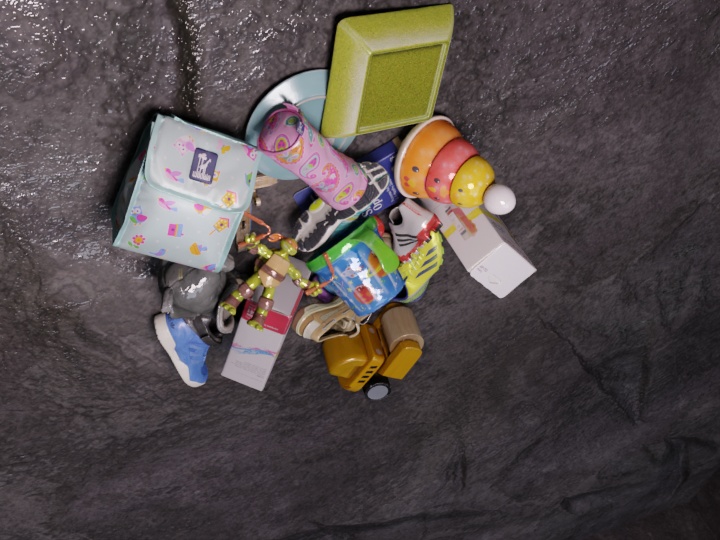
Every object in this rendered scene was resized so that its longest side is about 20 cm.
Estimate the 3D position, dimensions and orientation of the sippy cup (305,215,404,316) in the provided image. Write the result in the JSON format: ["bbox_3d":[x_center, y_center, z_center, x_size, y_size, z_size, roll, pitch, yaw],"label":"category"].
[{"bbox_3d":[0.000,0.000,1.568,0.139,0.131,0.178,-34,-172,7],"label":"sippy cup"}]

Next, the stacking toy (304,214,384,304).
[{"bbox_3d":[-0.019,-0.015,1.687,0.085,0.085,0.200,9,126,-40],"label":"stacking toy"}]

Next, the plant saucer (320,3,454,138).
[{"bbox_3d":[0.049,-0.282,1.400,0.199,0.048,0.200,-15,138,-27],"label":"plant saucer"}]

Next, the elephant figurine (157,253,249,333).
[{"bbox_3d":[-0.244,0.037,1.538,0.155,0.142,0.200,-29,141,-9],"label":"elephant figurine"}]

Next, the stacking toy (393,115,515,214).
[{"bbox_3d":[0.165,-0.150,1.518,0.146,0.200,0.146,-32,140,-33],"label":"stacking toy"}]

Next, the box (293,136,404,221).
[{"bbox_3d":[-0.003,-0.132,1.591,0.200,0.032,0.121,-29,144,1],"label":"box"}]

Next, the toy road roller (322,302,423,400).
[{"bbox_3d":[0.016,0.157,1.885,0.146,0.123,0.200,17,126,-32],"label":"toy road roller"}]

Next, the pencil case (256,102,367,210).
[{"bbox_3d":[-0.068,-0.166,1.403,0.087,0.088,0.200,-37,143,12],"label":"pencil case"}]

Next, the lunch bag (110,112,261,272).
[{"bbox_3d":[-0.249,-0.116,1.358,0.170,0.122,0.200,17,117,-25],"label":"lunch bag"}]

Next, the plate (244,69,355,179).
[{"bbox_3d":[-0.079,-0.212,1.434,0.200,0.026,0.201,-22,141,-19],"label":"plate"}]

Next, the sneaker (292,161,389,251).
[{"bbox_3d":[-0.028,-0.105,1.537,0.200,0.078,0.080,-39,162,26],"label":"sneaker"}]

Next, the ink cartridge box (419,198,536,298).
[{"bbox_3d":[0.205,-0.067,1.665,0.083,0.200,0.145,-40,143,15],"label":"ink cartridge box"}]

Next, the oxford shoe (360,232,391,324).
[{"bbox_3d":[0.024,0.016,1.752,0.071,0.074,0.200,-7,139,-25],"label":"oxford shoe"}]

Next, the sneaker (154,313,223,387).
[{"bbox_3d":[-0.279,0.131,1.684,0.111,0.077,0.200,-18,137,1],"label":"sneaker"}]

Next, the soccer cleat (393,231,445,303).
[{"bbox_3d":[0.102,-0.009,1.785,0.083,0.065,0.200,-9,140,-22],"label":"soccer cleat"}]

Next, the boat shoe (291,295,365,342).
[{"bbox_3d":[-0.029,0.088,1.646,0.200,0.076,0.072,-20,138,-46],"label":"boat shoe"}]

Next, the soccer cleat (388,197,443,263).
[{"bbox_3d":[0.082,-0.072,1.659,0.069,0.085,0.200,-48,179,-16],"label":"soccer cleat"}]

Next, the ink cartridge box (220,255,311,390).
[{"bbox_3d":[-0.163,0.086,1.640,0.085,0.148,0.200,23,129,-4],"label":"ink cartridge box"}]

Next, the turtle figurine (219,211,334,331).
[{"bbox_3d":[-0.150,0.002,1.472,0.200,0.064,0.162,37,87,-31],"label":"turtle figurine"}]

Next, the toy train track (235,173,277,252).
[{"bbox_3d":[-0.183,-0.097,1.507,0.114,0.033,0.200,-14,141,-20],"label":"toy train track"}]
